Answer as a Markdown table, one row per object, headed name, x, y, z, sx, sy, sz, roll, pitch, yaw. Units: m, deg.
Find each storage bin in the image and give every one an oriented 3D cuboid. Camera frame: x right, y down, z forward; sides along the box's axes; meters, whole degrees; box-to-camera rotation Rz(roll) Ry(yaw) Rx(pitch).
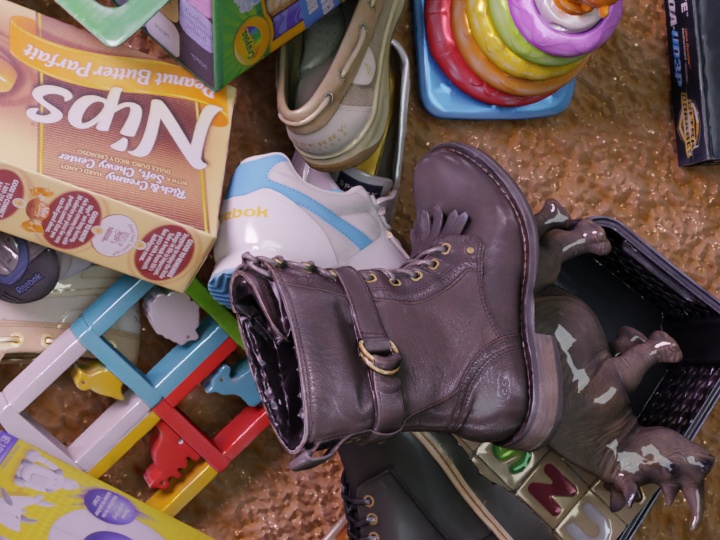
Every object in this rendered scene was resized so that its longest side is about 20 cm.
| name | x | y | z | sx | sy | sz | roll | pitch | yaw |
| --- | --- | --- | --- | --- | --- | --- | --- | --- | --- |
| storage bin | 0.121 | 0.080 | 1.068 | 0.135 | 0.094 | 0.200 | 37 | 78 | -11 |

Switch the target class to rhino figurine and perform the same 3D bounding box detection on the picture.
| name | x | y | z | sx | sy | sz | roll | pitch | yaw |
| --- | --- | --- | --- | --- | --- | --- | --- | --- | --- |
| rhino figurine | 0.131 | 0.060 | 0.984 | 0.087 | 0.060 | 0.200 | -31 | 85 | -16 |

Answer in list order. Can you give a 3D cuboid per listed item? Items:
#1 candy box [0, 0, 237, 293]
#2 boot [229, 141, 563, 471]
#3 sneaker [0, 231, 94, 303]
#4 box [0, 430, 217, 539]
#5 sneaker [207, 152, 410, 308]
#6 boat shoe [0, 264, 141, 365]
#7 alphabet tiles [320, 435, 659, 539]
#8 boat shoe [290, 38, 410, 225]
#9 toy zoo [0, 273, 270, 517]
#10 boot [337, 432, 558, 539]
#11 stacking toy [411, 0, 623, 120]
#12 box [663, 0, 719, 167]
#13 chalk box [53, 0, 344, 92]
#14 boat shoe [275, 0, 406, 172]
| name | x | y | z | sx | sy | sz | roll | pitch | yaw |
| --- | --- | --- | --- | --- | --- | --- | --- | --- | --- |
| candy box | -0.168 | -0.075 | 0.915 | 0.199 | 0.055 | 0.116 | 20 | 45 | -18 |
| boot | 0.012 | 0.009 | 0.891 | 0.174 | 0.069 | 0.201 | 7 | 54 | -35 |
| sneaker | -0.212 | -0.067 | 0.982 | 0.200 | 0.075 | 0.087 | 52 | 36 | 14 |
| box | -0.125 | 0.169 | 0.911 | 0.199 | 0.117 | 0.048 | 29 | 113 | -3 |
| sneaker | 0.000 | 0.000 | 0.983 | 0.200 | 0.076 | 0.081 | 28 | 60 | -47 |
| boat shoe | -0.217 | 0.040 | 0.981 | 0.199 | 0.074 | 0.069 | -8 | 84 | -17 |
| alphabet tiles | 0.077 | 0.163 | 1.001 | 0.167 | 0.008 | 0.200 | 45 | 78 | -10 |
| boat shoe | -0.009 | -0.045 | 1.047 | 0.071 | 0.070 | 0.201 | 17 | 83 | -15 |
| toy zoo | -0.116 | 0.069 | 0.995 | 0.200 | 0.020 | 0.131 | -44 | 123 | -2 |
| boot | 0.001 | 0.140 | 0.941 | 0.200 | 0.077 | 0.138 | 43 | 82 | -9 |
| stacking toy | 0.109 | -0.157 | 1.018 | 0.109 | 0.200 | 0.117 | -4 | 88 | -16 |
| box | 0.298 | -0.153 | 1.153 | 0.199 | 0.046 | 0.160 | -4 | 89 | -17 |
| chalk box | -0.076 | -0.194 | 0.935 | 0.200 | 0.124 | 0.125 | -39 | 68 | -25 |
| boat shoe | -0.018 | -0.156 | 1.017 | 0.073 | 0.063 | 0.201 | -7 | 61 | 23 |
